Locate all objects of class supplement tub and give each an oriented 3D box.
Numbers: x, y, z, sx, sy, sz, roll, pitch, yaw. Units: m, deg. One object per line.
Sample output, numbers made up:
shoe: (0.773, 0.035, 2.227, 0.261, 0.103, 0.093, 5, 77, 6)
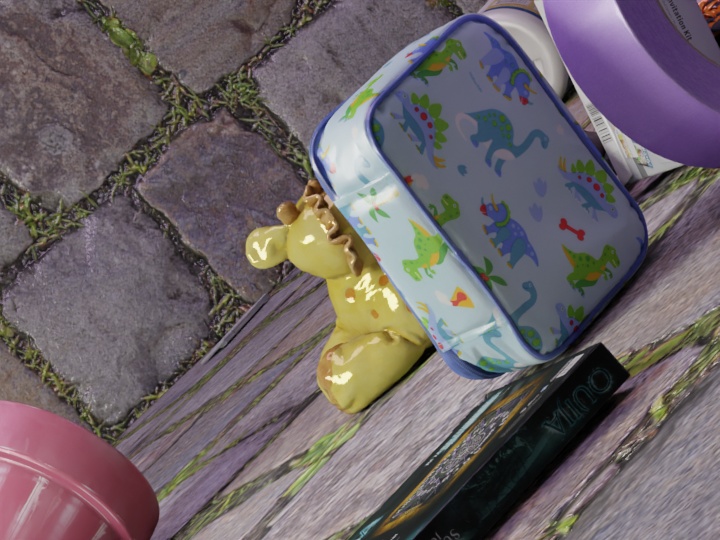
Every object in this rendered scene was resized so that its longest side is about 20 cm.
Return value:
supplement tub: (0.196, -0.263, 2.945, 0.145, 0.145, 0.200, -39, 5, 28)

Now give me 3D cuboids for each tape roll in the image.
tape roll: (0.211, -0.167, 1.525, 0.200, 0.200, 0.066, -45, 5, -39)

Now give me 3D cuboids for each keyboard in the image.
keyboard: (-0.187, 0.085, 3.690, 0.056, 0.011, 0.200, -39, 5, 27)

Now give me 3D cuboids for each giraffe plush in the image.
giraffe plush: (0.000, 0.000, 1.938, 0.173, 0.162, 0.200, -43, 4, -20)

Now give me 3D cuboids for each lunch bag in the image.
lunch bag: (0.076, -0.046, 1.507, 0.082, 0.200, 0.161, -24, 18, 51)

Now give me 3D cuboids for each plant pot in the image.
plant pot: (-0.297, 0.239, 2.108, 0.200, 0.200, 0.179, -35, 23, 53)

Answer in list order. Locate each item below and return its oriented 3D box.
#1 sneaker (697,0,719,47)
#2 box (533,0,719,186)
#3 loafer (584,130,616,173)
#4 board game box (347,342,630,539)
sneaker: (0.239, -0.181, 1.734, 0.200, 0.078, 0.112, 8, 38, 32)
box: (0.195, -0.145, 1.719, 0.041, 0.156, 0.200, -26, 1, -11)
loafer: (0.151, -0.065, 1.844, 0.072, 0.063, 0.200, -67, -8, 20)
board game box: (0.041, 0.123, 1.271, 0.200, 0.028, 0.135, -44, 5, -24)
